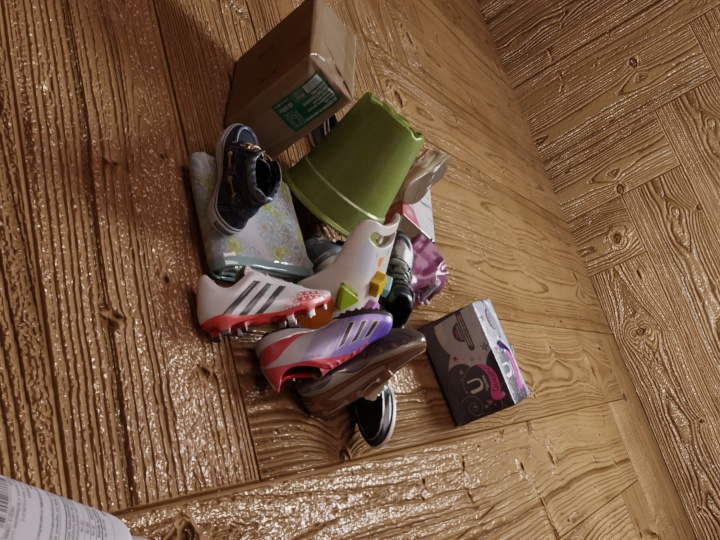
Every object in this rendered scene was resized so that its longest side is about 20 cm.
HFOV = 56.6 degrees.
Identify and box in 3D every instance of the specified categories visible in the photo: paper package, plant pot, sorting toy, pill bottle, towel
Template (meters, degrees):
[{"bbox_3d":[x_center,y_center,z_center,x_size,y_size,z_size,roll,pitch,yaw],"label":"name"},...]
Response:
[{"bbox_3d":[-0.110,-0.303,1.062,0.103,0.197,0.194,37,38,-36],"label":"paper package"},{"bbox_3d":[0.003,-0.176,1.087,0.198,0.192,0.201,35,16,-11],"label":"plant pot"},{"bbox_3d":[0.000,0.000,0.993,0.106,0.184,0.199,32,22,20],"label":"sorting toy"},{"bbox_3d":[-0.240,0.227,0.491,0.199,0.112,0.116,39,36,-37],"label":"pill bottle"},{"bbox_3d":[-0.154,-0.064,0.951,0.198,0.048,0.175,13,53,-56],"label":"towel"}]

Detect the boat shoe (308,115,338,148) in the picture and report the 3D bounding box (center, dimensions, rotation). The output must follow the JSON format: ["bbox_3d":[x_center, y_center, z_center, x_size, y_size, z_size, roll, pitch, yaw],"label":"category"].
[{"bbox_3d":[-0.042,-0.200,1.238,0.066,0.056,0.205,-10,75,-60],"label":"boat shoe"}]

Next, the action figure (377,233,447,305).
[{"bbox_3d":[0.074,0.014,1.245,0.134,0.150,0.198,47,46,13],"label":"action figure"}]

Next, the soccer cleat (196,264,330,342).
[{"bbox_3d":[-0.121,0.032,0.862,0.196,0.068,0.088,-10,78,-39],"label":"soccer cleat"}]

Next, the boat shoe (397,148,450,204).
[{"bbox_3d":[0.116,-0.195,1.365,0.064,0.073,0.199,29,37,16],"label":"boat shoe"}]

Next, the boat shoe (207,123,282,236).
[{"bbox_3d":[-0.144,-0.140,0.890,0.070,0.090,0.204,37,36,-36],"label":"boat shoe"}]

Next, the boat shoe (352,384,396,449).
[{"bbox_3d":[0.006,0.165,1.000,0.066,0.074,0.203,36,38,-36],"label":"boat shoe"}]

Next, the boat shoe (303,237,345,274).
[{"bbox_3d":[-0.031,-0.031,1.102,0.062,0.073,0.199,49,23,12],"label":"boat shoe"}]

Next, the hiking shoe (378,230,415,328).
[{"bbox_3d":[0.064,0.031,1.108,0.074,0.100,0.206,12,79,-21],"label":"hiking shoe"}]

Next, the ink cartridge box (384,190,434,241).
[{"bbox_3d":[0.095,-0.150,1.416,0.116,0.067,0.204,37,38,-38],"label":"ink cartridge box"}]

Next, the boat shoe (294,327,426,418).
[{"bbox_3d":[0.005,0.142,0.938,0.076,0.195,0.074,-139,-150,-66],"label":"boat shoe"}]

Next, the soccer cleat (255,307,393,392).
[{"bbox_3d":[-0.039,0.105,0.891,0.195,0.069,0.074,-12,58,-22],"label":"soccer cleat"}]

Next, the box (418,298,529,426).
[{"bbox_3d":[0.221,0.175,1.292,0.114,0.130,0.205,-6,71,-61],"label":"box"}]

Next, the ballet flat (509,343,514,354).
[{"bbox_3d":[0.292,0.224,1.466,0.199,0.066,0.064,-38,126,-58],"label":"ballet flat"}]
